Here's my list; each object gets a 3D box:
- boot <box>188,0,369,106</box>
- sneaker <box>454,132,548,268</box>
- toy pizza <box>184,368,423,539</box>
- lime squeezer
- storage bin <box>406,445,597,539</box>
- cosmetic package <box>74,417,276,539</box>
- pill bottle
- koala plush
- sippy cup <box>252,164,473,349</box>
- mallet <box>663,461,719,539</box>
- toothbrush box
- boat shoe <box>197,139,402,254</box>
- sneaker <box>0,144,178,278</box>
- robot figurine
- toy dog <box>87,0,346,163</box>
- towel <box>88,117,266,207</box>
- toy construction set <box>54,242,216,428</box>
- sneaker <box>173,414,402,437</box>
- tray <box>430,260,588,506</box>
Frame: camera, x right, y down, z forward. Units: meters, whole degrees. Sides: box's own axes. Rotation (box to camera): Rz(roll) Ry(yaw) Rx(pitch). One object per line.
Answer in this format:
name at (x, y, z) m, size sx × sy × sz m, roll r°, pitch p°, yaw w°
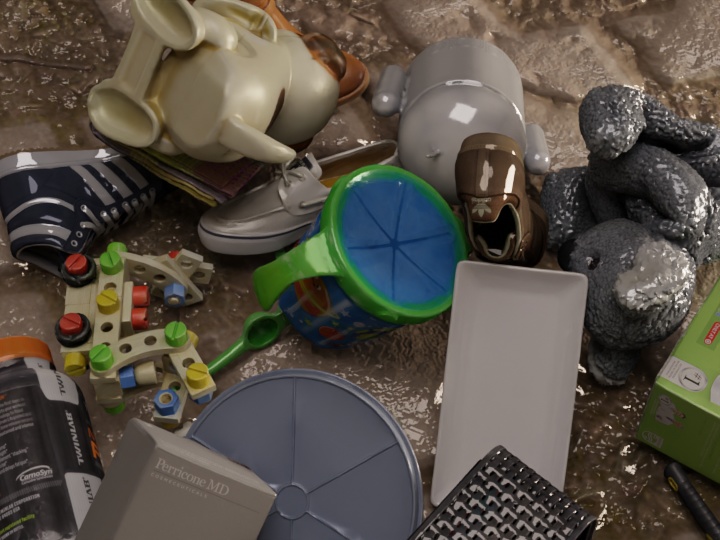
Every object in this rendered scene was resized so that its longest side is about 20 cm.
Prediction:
boot at (-0.089, -0.233, 1.414) m, size 0.199 × 0.156 × 0.077 m, roll 19°, pitch 58°, yaw 12°
sneaker at (0.109, -0.033, 1.237) m, size 0.070 × 0.200 × 0.076 m, roll 1°, pitch 64°, yaw 18°
toy pizza at (-0.049, 0.176, 1.158) m, size 0.199 × 0.032 × 0.202 m, roll -1°, pitch 84°, yaw 11°
lime squeezer at (-0.091, 0.032, 1.313) m, size 0.070 × 0.038 × 0.201 m, roll 20°, pitch 60°, yaw 14°
storage bin at (0.074, 0.244, 1.113) m, size 0.094 × 0.135 × 0.200 m, roll 35°, pitch 64°, yaw 21°
cosmetic package at (-0.154, 0.221, 1.095) m, size 0.106 × 0.090 × 0.201 m, roll 24°, pitch 92°, yaw -23°
pill bottle at (-0.259, 0.151, 1.197) m, size 0.106 × 0.106 × 0.201 m, roll -16°, pitch 59°, yaw -9°
koala plush at (0.237, -0.016, 1.265) m, size 0.183 × 0.178 × 0.201 m, roll 19°, pitch 55°, yaw 1°
sippy cup at (0.000, 0.000, 1.263) m, size 0.177 × 0.130 × 0.140 m, roll 27°, pitch 54°, yaw -21°
mallet at (0.293, 0.224, 1.165) m, size 0.041 × 0.066 × 0.201 m, roll -20°, pitch 59°, yaw -14°
toothbrush box at (0.346, 0.110, 1.218) m, size 0.199 × 0.086 × 0.146 m, roll 27°, pitch 54°, yaw 18°
boat shoe at (-0.051, -0.072, 1.344) m, size 0.199 × 0.070 × 0.071 m, roll -14°, pitch 40°, yaw -15°
sneaker at (-0.223, -0.055, 1.354) m, size 0.199 × 0.070 × 0.109 m, roll -6°, pitch 67°, yaw -13°
robot figurine at (0.090, -0.133, 1.350) m, size 0.169 × 0.113 × 0.200 m, roll 17°, pitch 33°, yaw -8°
toy dog at (-0.096, -0.162, 1.289) m, size 0.193 × 0.140 × 0.200 m, roll 27°, pitch 19°, yaw 27°
towel at (-0.144, -0.128, 1.362) m, size 0.143 × 0.023 × 0.200 m, roll 29°, pitch 30°, yaw 6°
toy construction set at (-0.179, 0.040, 1.246) m, size 0.130 × 0.093 × 0.200 m, roll -4°, pitch 35°, yaw 1°
sneaker at (-0.063, 0.167, 1.207) m, size 0.199 × 0.070 × 0.100 m, roll -3°, pitch 63°, yaw 1°
tray at (0.119, 0.096, 1.223) m, size 0.107 × 0.022 × 0.201 m, roll 7°, pitch 92°, yaw 1°
